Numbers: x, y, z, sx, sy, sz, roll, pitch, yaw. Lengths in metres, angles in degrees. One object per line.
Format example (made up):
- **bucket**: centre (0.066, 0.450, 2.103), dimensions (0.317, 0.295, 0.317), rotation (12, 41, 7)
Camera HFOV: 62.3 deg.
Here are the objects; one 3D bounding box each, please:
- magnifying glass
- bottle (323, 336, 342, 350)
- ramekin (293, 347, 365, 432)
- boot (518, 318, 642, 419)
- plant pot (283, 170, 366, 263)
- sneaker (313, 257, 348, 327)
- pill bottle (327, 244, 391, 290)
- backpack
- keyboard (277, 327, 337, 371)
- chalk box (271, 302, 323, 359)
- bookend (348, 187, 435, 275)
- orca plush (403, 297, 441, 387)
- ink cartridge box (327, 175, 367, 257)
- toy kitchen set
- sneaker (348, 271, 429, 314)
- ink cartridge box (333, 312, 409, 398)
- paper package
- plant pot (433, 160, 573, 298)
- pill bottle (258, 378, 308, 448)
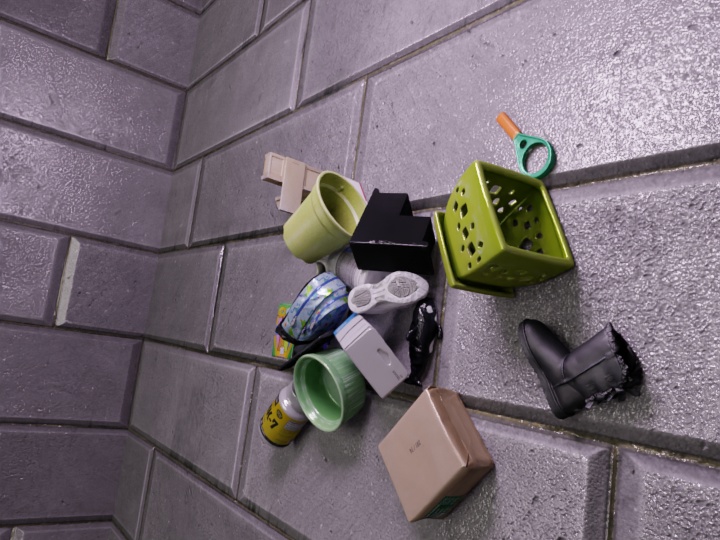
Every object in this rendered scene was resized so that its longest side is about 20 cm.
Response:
- **magnifying glass**: centre (0.339, -0.266, 1.244), dimensions (0.080, 0.022, 0.202), rotation (-53, 43, 30)
- **bottle**: centre (-0.021, 0.194, 1.558), dimensions (0.198, 0.064, 0.086), rotation (-16, 67, 51)
- **ramekin**: centre (-0.076, 0.298, 1.525), dimensions (0.198, 0.096, 0.205), rotation (20, 118, 43)
- **boot**: centre (0.373, 0.143, 1.022), dimensions (0.162, 0.072, 0.202), rotation (-44, 54, 41)
- **plant pot**: centre (-0.099, -0.120, 1.539), dimensions (0.183, 0.198, 0.204), rotation (-34, 53, 31)
- **sneaker**: centre (-0.090, 0.060, 1.662), dimensions (0.074, 0.098, 0.205), rotation (-24, 69, 41)
- **pill bottle**: centre (0.000, 0.000, 1.549), dimensions (0.199, 0.112, 0.116), rotation (30, 103, 53)
- **backpack**: centre (-0.109, 0.097, 1.544), dimensions (0.153, 0.162, 0.204), rotation (35, 114, 29)
- **keyboard**: centre (-0.126, 0.205, 1.558), dimensions (0.199, 0.126, 0.021), rotation (-38, 82, 35)
- **chalk box**: centre (-0.165, 0.159, 1.722), dimensions (0.123, 0.123, 0.205), rotation (-2, 76, 53)
- **bookend**: centre (0.100, -0.098, 1.433), dimensions (0.194, 0.093, 0.202), rotation (3, 47, 24)
- **orca plush**: centre (0.120, 0.160, 1.368), dimensions (0.105, 0.070, 0.204), rotation (32, 105, 53)
- **ink cartridge box**: centre (-0.068, -0.144, 1.713), dimensions (0.200, 0.083, 0.147), rotation (-48, 45, 33)
- **toy kitchen set**: centre (-0.250, -0.249, 1.900), dimensions (0.179, 0.197, 0.168), rotation (-8, 72, 52)
- **sneaker**: centre (0.073, 0.058, 1.415), dimensions (0.195, 0.099, 0.080), rotation (-12, 71, 19)
- **ink cartridge box**: centre (0.020, 0.188, 1.365), dimensions (0.084, 0.145, 0.200), rotation (-39, 9, -4)
- **paper package**: centre (0.152, 0.381, 1.230), dimensions (0.202, 0.102, 0.192), rotation (-55, 41, 27)
- **plant pot**: centre (0.258, -0.063, 1.149), dimensions (0.181, 0.195, 0.204), rotation (-43, 48, 46)
- **pill bottle**: centre (-0.203, 0.406, 1.706), dimensions (0.201, 0.112, 0.115), rotation (-54, 41, 28)
